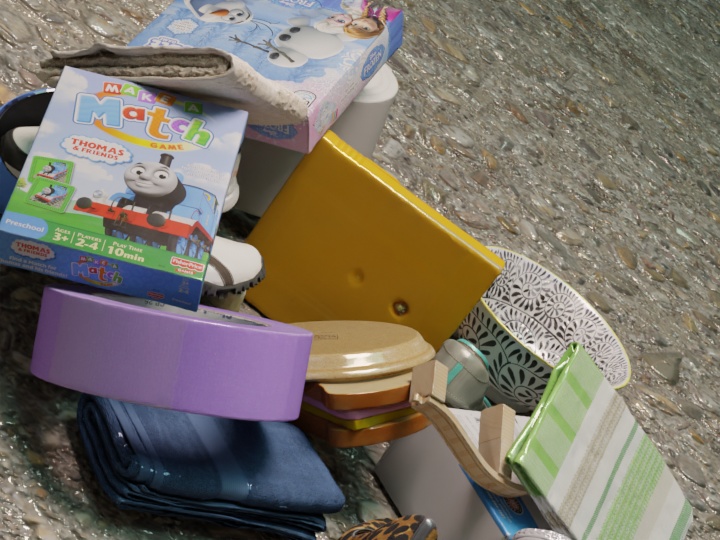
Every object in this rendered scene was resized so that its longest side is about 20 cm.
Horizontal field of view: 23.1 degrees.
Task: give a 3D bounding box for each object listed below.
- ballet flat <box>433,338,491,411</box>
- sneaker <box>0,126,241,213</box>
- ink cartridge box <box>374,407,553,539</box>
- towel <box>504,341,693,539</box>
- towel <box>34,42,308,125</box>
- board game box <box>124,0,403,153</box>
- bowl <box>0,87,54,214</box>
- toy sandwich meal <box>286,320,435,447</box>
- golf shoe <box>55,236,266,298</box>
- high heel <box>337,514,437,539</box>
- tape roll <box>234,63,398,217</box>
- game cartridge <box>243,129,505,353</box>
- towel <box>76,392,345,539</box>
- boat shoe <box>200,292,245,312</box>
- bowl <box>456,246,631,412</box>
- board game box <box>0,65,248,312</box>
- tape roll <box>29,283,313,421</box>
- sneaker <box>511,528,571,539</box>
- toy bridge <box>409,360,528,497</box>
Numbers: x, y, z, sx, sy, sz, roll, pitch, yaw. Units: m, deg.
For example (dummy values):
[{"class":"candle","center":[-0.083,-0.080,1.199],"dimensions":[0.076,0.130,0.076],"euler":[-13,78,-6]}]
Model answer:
[{"class":"ballet flat","center":[0.079,0.115,1.579],"dimensions":[0.067,0.064,0.200],"euler":[38,-13,14]},{"class":"sneaker","center":[-0.191,-0.102,1.431],"dimensions":[0.198,0.080,0.074],"euler":[4,39,-16]},{"class":"ink cartridge box","center":[0.132,0.200,1.503],"dimensions":[0.199,0.086,0.147],"euler":[13,35,-45]},{"class":"towel","center":[0.198,0.179,1.456],"dimensions":[0.201,0.031,0.150],"euler":[54,45,-20]},{"class":"towel","center":[-0.153,-0.150,1.438],"dimensions":[0.198,0.035,0.132],"euler":[4,-9,28]},{"class":"board game box","center":[-0.091,-0.194,1.579],"dimensions":[0.198,0.044,0.199],"euler":[16,42,19]},{"class":"bowl","center":[-0.226,-0.091,1.504],"dimensions":[0.199,0.040,0.201],"euler":[12,35,-9]},{"class":"toy sandwich meal","center":[-0.024,0.090,1.453],"dimensions":[0.203,0.071,0.205],"euler":[-2,8,0]},{"class":"golf shoe","center":[-0.155,-0.033,1.395],"dimensions":[0.199,0.095,0.078],"euler":[6,11,-37]},{"class":"high heel","center":[0.031,0.200,1.293],"dimensions":[0.071,0.143,0.200],"euler":[37,24,-1]},{"class":"tape roll","center":[-0.078,-0.154,1.724],"dimensions":[0.201,0.140,0.203],"euler":[18,25,-9]},{"class":"game cartridge","center":[0.000,0.000,1.563],"dimensions":[0.199,0.177,0.032],"euler":[37,25,-1]},{"class":"towel","center":[-0.113,0.144,1.310],"dimensions":[0.199,0.049,0.112],"euler":[15,28,-38]},{"class":"boat shoe","center":[-0.150,-0.020,1.532],"dimensions":[0.072,0.062,0.201],"euler":[11,36,-45]},{"class":"bowl","center":[0.161,0.078,1.748],"dimensions":[0.200,0.094,0.201],"euler":[31,24,-16]},{"class":"board game box","center":[-0.174,-0.065,1.315],"dimensions":[0.150,0.037,0.201],"euler":[14,41,-4]},{"class":"tape roll","center":[-0.137,0.059,1.287],"dimensions":[0.198,0.066,0.200],"euler":[11,2,0]},{"class":"sneaker","center":[0.158,0.299,1.383],"dimensions":[0.200,0.075,0.114],"euler":[54,50,-35]},{"class":"toy bridge","center":[0.108,0.141,1.408],"dimensions":[0.199,0.027,0.068],"euler":[32,52,-36]}]
